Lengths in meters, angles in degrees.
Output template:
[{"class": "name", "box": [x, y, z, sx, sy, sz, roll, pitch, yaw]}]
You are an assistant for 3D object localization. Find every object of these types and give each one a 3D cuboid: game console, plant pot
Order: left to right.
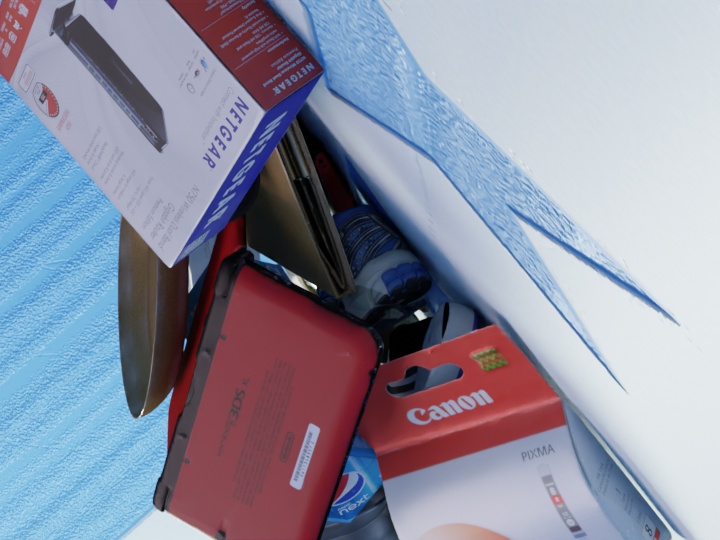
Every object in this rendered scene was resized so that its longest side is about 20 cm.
[{"class": "plant pot", "box": [-0.146, 0.004, 1.421, 0.200, 0.027, 0.201, 180, 90, -75]}, {"class": "game console", "box": [-0.074, -0.106, 1.455, 0.200, 0.031, 0.177, 47, 176, 24]}, {"class": "game console", "box": [-0.062, 0.071, 1.336, 0.172, 0.201, 0.119, 27, -151, 16]}]

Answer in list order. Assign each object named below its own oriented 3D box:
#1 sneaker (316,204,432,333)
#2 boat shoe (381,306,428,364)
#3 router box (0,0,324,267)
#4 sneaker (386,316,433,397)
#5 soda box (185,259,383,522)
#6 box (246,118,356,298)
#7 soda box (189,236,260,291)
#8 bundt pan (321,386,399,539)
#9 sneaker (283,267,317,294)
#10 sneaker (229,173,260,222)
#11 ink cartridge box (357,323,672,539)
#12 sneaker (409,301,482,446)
[{"class": "sneaker", "box": [0.000, 0.000, 1.411, 0.085, 0.077, 0.200, 60, 165, 8]}, {"class": "boat shoe", "box": [0.017, 0.051, 1.595, 0.073, 0.063, 0.200, 27, 159, 15]}, {"class": "router box", "box": [-0.124, -0.120, 1.148, 0.180, 0.049, 0.200, 48, 148, 6]}, {"class": "sneaker", "box": [0.080, 0.092, 1.518, 0.200, 0.075, 0.116, 9, -103, -63]}, {"class": "soda box", "box": [-0.054, 0.080, 1.407, 0.064, 0.068, 0.200, 12, -146, -44]}, {"class": "box", "box": [-0.074, -0.076, 1.358, 0.200, 0.021, 0.164, 28, 142, 63]}, {"class": "soda box", "box": [-0.123, -0.037, 1.552, 0.064, 0.068, 0.200, 45, 156, 28]}, {"class": "bundt pan", "box": [0.004, 0.157, 1.517, 0.202, 0.075, 0.203, 45, -143, -50]}, {"class": "sneaker", "box": [-0.055, -0.051, 1.595, 0.200, 0.077, 0.089, 44, 164, -10]}, {"class": "sneaker", "box": [-0.139, -0.132, 1.297, 0.121, 0.083, 0.201, 22, 137, 52]}, {"class": "ink cartridge box", "box": [0.081, 0.137, 1.285, 0.162, 0.050, 0.200, -21, 122, 38]}, {"class": "sneaker", "box": [0.106, 0.111, 1.355, 0.081, 0.146, 0.201, -82, 2, -51]}]
